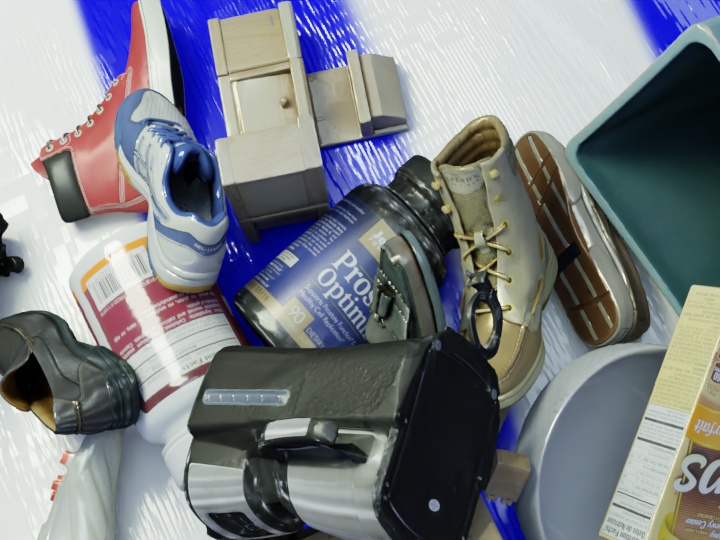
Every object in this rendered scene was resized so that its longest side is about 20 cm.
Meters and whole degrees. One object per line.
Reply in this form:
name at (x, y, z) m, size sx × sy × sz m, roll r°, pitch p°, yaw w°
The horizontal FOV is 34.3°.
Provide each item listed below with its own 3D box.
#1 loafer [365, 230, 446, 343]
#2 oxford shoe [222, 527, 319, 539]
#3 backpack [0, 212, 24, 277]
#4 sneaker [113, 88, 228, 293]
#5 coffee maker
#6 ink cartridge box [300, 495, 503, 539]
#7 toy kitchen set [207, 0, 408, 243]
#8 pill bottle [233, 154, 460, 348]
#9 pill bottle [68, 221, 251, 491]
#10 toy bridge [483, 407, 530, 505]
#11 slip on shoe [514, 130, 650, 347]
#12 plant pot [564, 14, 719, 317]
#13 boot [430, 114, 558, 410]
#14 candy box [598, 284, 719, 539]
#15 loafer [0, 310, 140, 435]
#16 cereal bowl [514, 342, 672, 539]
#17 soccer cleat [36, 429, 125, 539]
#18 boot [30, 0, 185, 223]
loafer at (0.033, 0.061, 0.912) m, size 0.062 × 0.202 × 0.072 m, roll -20°, pitch 42°, yaw -9°
oxford shoe at (-0.012, 0.245, 0.935) m, size 0.197 × 0.073 × 0.086 m, roll -1°, pitch 97°, yaw 1°
backpack at (-0.394, 0.025, 0.974) m, size 0.165 × 0.127 × 0.202 m, roll 3°, pitch 61°, yaw 10°
sneaker at (-0.143, -0.083, 0.938) m, size 0.074 × 0.088 × 0.201 m, roll -4°, pitch 55°, yaw -30°
coffee maker at (-0.008, 0.107, 0.833) m, size 0.198 × 0.136 × 0.192 m, roll -3°, pitch 35°, yaw 40°
ink cartridge box at (0.014, 0.239, 0.812) m, size 0.198 × 0.165 × 0.076 m, roll -24°, pitch 107°, yaw 0°
toy kitchen set at (-0.042, -0.154, 0.984) m, size 0.161 × 0.181 × 0.203 m, roll -11°, pitch 77°, yaw -1°
pill bottle at (0.000, 0.000, 0.973) m, size 0.200 × 0.112 × 0.112 m, roll -42°, pitch 76°, yaw -8°
pill bottle at (-0.150, 0.070, 0.961) m, size 0.113 × 0.114 × 0.201 m, roll -28°, pitch 74°, yaw -5°
toy bridge at (0.100, 0.112, 0.920) m, size 0.027 × 0.068 × 0.201 m, roll 13°, pitch 30°, yaw -9°
slip on shoe at (0.189, -0.029, 0.999) m, size 0.060 × 0.076 × 0.202 m, roll -3°, pitch 59°, yaw -39°
plant pot at (0.327, -0.101, 0.936) m, size 0.199 × 0.196 × 0.197 m, roll -30°, pitch 81°, yaw -31°
boot at (0.095, -0.008, 0.886) m, size 0.072 × 0.157 × 0.201 m, roll -5°, pitch 38°, yaw 27°
candy box at (0.266, 0.126, 0.865) m, size 0.115 × 0.055 × 0.202 m, roll 25°, pitch 82°, yaw -24°
loafer at (-0.260, 0.081, 0.944) m, size 0.199 × 0.072 × 0.074 m, roll 14°, pitch 112°, yaw 45°
cereal bowl at (0.199, 0.153, 0.911) m, size 0.198 × 0.083 × 0.203 m, roll -2°, pitch 94°, yaw -25°
soccer cleat at (-0.224, 0.208, 0.956) m, size 0.077 × 0.069 × 0.202 m, roll 22°, pitch 77°, yaw -6°
boot at (-0.231, -0.146, 1.054) m, size 0.142 × 0.072 × 0.203 m, roll -7°, pitch 77°, yaw 3°
